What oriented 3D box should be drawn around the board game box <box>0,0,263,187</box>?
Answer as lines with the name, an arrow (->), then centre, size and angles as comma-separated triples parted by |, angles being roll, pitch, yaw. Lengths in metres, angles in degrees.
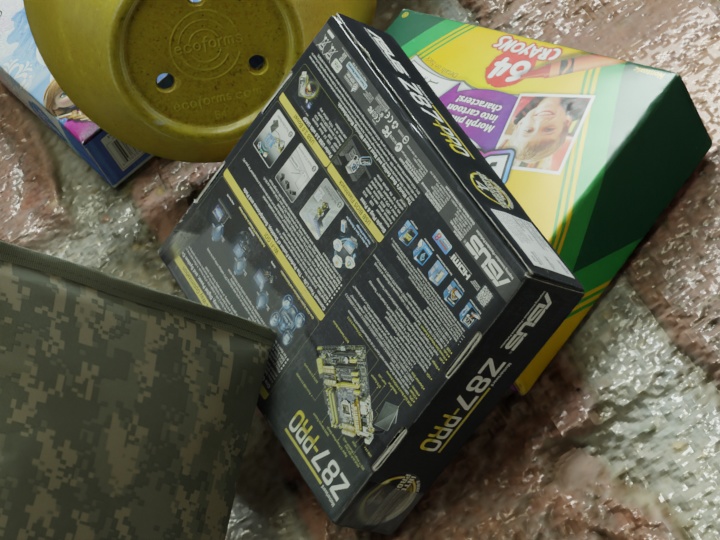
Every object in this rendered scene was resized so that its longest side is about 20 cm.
board game box -> -0.124, -0.163, 1.682 | 0.200, 0.043, 0.199 | -40, 38, -9

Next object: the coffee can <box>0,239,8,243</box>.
coffee can -> -0.258, 0.081, 1.436 | 0.199, 0.147, 0.147 | -18, 41, 19

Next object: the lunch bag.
lunch bag -> -0.156, 0.078, 1.284 | 0.117, 0.200, 0.165 | 3, 76, 45

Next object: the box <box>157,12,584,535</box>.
box -> 0.000, 0.000, 1.333 | 0.161, 0.049, 0.200 | -52, 50, 19

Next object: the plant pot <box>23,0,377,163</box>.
plant pot -> -0.082, -0.138, 1.475 | 0.199, 0.201, 0.142 | -28, 21, 6

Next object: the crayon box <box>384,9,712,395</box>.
crayon box -> 0.050, -0.040, 1.421 | 0.199, 0.058, 0.173 | 18, 60, 44
